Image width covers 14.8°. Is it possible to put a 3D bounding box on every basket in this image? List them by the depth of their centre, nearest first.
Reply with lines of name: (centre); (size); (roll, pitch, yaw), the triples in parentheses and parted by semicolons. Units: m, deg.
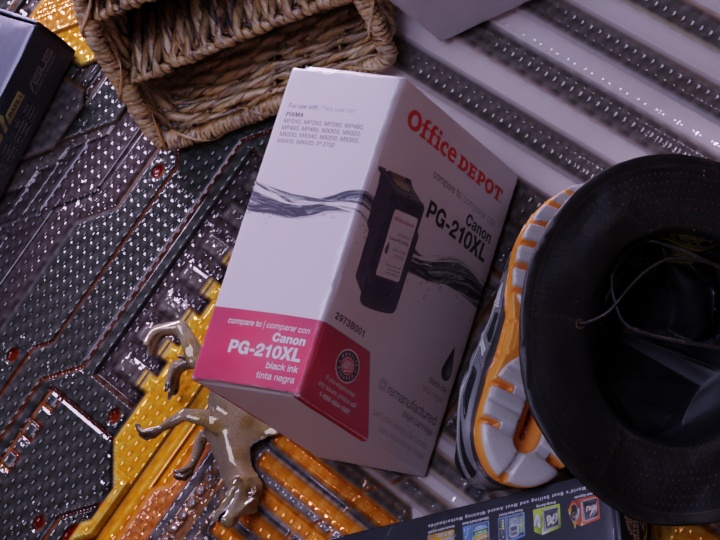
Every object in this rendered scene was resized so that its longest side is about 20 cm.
basket: (-0.089, -0.190, 1.783); (0.200, 0.143, 0.149); (-17, 58, 28)

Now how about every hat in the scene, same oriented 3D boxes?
hat: (0.164, 0.040, 1.518); (0.201, 0.201, 0.081); (-67, 11, -11)

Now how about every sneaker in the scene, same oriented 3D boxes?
sneaker: (0.100, 0.038, 1.585); (0.200, 0.078, 0.077); (-65, 11, -26)

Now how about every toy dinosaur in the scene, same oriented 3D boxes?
toy dinosaur: (-0.080, 0.062, 1.720); (0.101, 0.058, 0.200); (5, 78, 21)

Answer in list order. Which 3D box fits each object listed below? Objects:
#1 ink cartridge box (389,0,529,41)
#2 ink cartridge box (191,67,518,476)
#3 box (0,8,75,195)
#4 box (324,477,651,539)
ink cartridge box: (0.102, -0.253, 1.719); (0.200, 0.084, 0.145); (-23, 56, 23)
ink cartridge box: (0.000, 0.000, 1.622); (0.084, 0.145, 0.200); (7, 72, 36)
box: (-0.308, -0.095, 1.949); (0.158, 0.051, 0.200); (20, 79, 39)
box: (0.068, 0.210, 1.534); (0.200, 0.049, 0.161); (-15, 62, 27)
